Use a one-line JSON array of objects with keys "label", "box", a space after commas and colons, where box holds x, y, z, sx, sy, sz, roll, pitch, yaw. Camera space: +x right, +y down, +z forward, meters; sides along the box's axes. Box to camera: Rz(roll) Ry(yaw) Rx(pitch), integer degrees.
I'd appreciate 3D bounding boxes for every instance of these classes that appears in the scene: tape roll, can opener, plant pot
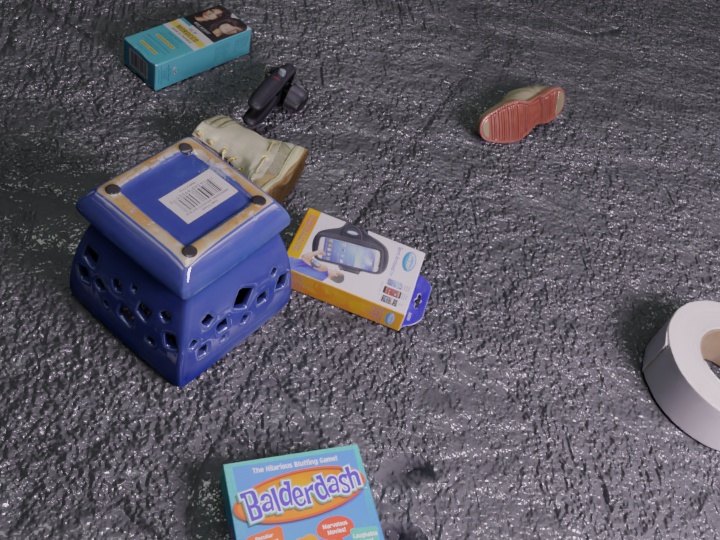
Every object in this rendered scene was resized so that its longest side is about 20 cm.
[{"label": "tape roll", "box": [0.488, 0.140, 1.037, 0.199, 0.071, 0.204, 9, 49, -10]}, {"label": "can opener", "box": [-0.133, -0.272, 1.172, 0.078, 0.064, 0.200, 20, 28, 5]}, {"label": "plant pot", "box": [-0.202, -0.025, 0.891, 0.199, 0.181, 0.200, 37, 50, 16]}]

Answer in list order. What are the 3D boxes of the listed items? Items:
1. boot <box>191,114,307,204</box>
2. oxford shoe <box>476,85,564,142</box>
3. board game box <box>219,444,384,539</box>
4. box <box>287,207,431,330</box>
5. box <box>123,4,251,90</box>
[{"label": "boot", "box": [-0.176, -0.138, 1.068, 0.153, 0.073, 0.201, 25, 42, 4]}, {"label": "oxford shoe", "box": [0.265, -0.273, 1.335, 0.198, 0.072, 0.074, -23, 35, -31]}, {"label": "board game box", "box": [-0.051, 0.283, 0.767, 0.150, 0.045, 0.202, -4, 52, -20]}, {"label": "box", "box": [0.000, 0.000, 1.027, 0.198, 0.042, 0.120, 20, 48, 3]}, {"label": "box", "box": [-0.276, -0.363, 1.242, 0.082, 0.049, 0.199, 40, 51, 18]}]
